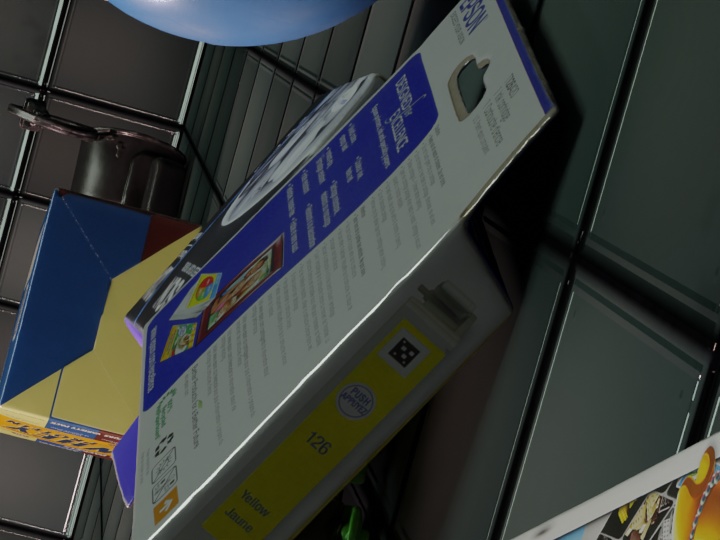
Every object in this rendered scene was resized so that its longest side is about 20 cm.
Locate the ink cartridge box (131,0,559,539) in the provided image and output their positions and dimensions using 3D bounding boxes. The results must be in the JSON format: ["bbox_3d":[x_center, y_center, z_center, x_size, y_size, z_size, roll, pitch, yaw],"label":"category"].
[{"bbox_3d":[0.000,0.000,0.864,0.200,0.047,0.198,-44,16,12],"label":"ink cartridge box"}]

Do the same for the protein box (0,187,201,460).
[{"bbox_3d":[-0.238,0.053,2.202,0.200,0.134,0.200,140,144,-76],"label":"protein box"}]

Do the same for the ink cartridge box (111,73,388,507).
[{"bbox_3d":[-0.056,0.004,1.084,0.200,0.043,0.198,-51,7,-4],"label":"ink cartridge box"}]

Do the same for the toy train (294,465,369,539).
[{"bbox_3d":[-0.019,0.110,0.926,0.056,0.041,0.201,98,-177,-69],"label":"toy train"}]

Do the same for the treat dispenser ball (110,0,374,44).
[{"bbox_3d":[-0.052,-0.200,1.079,0.201,0.200,0.202,-165,90,-82],"label":"treat dispenser ball"}]

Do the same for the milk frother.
[{"bbox_3d":[-0.290,-0.061,2.553,0.180,0.199,0.189,143,141,-71],"label":"milk frother"}]

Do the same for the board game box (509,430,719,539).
[{"bbox_3d":[0.054,0.099,0.439,0.200,0.034,0.127,129,154,-71],"label":"board game box"}]
